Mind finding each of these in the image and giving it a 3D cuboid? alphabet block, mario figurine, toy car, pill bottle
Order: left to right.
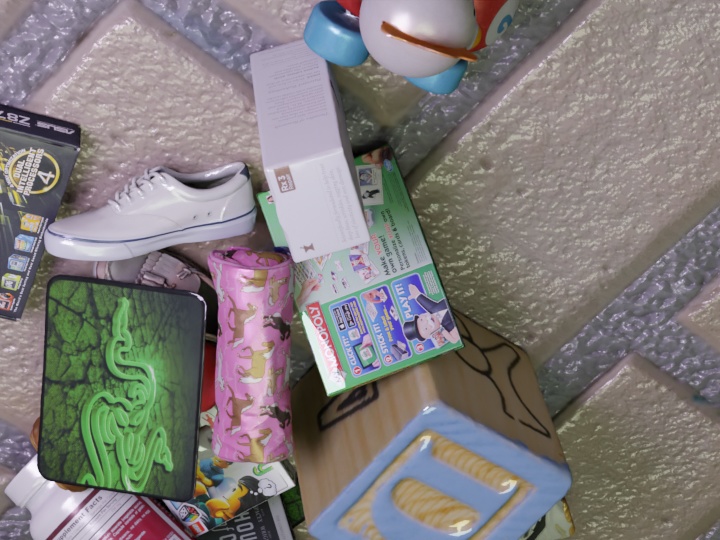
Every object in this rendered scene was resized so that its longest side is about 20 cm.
[{"bbox_3d":[-0.255,0.260,1.736,0.200,0.113,0.113,44,112,1],"label":"pill bottle"},{"bbox_3d":[-0.209,0.134,1.668,0.200,0.106,0.124,-29,126,10],"label":"mario figurine"},{"bbox_3d":[0.062,0.167,1.708,0.195,0.200,0.196,32,114,-27],"label":"alphabet block"},{"bbox_3d":[0.061,-0.213,1.434,0.177,0.200,0.184,15,122,-20],"label":"toy car"}]

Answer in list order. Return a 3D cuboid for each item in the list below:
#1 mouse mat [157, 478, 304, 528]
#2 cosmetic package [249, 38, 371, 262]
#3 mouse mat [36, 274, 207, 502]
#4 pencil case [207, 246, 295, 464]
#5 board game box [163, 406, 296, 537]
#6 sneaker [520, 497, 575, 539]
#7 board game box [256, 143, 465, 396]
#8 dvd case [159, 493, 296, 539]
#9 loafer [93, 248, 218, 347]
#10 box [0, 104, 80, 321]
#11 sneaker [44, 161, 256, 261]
[{"bbox_3d":[-0.158,0.238,1.831,0.161,0.008,0.200,-38,122,17],"label":"mouse mat"},{"bbox_3d":[-0.045,-0.108,1.490,0.074,0.200,0.102,-16,127,2],"label":"cosmetic package"},{"bbox_3d":[-0.222,0.109,1.606,0.161,0.008,0.200,7,100,14],"label":"mouse mat"},{"bbox_3d":[-0.099,0.079,1.587,0.083,0.087,0.200,6,103,25],"label":"pencil case"},{"bbox_3d":[-0.168,0.161,1.737,0.126,0.035,0.200,-29,110,11],"label":"board game box"},{"bbox_3d":[0.167,0.225,1.844,0.088,0.076,0.200,-18,126,3],"label":"sneaker"},{"bbox_3d":[0.000,0.000,1.602,0.134,0.029,0.200,-20,82,6],"label":"board game box"},{"bbox_3d":[-0.170,0.299,1.843,0.200,0.025,0.150,-13,126,1],"label":"dvd case"},{"bbox_3d":[-0.157,0.030,1.643,0.200,0.063,0.072,30,79,-30],"label":"loafer"},{"bbox_3d":[-0.357,-0.060,1.565,0.161,0.049,0.200,16,120,-18],"label":"box"},{"bbox_3d":[-0.192,-0.059,1.578,0.200,0.073,0.071,-13,115,-24],"label":"sneaker"}]
